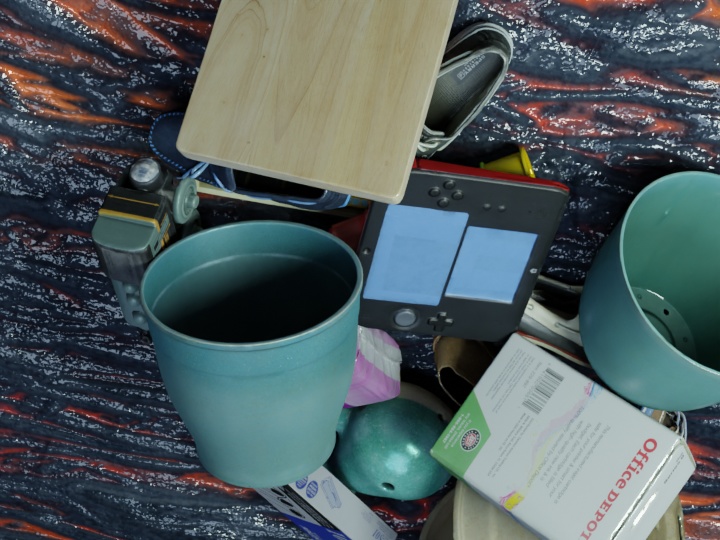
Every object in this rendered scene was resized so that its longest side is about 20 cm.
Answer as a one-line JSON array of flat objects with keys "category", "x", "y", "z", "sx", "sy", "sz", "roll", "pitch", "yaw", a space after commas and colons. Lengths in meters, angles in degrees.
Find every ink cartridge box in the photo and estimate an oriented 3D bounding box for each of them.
[{"category": "ink cartridge box", "x": -0.049, "y": 0.246, "z": 1.701, "sx": 0.093, "sy": 0.044, "sz": 0.200, "roll": 10, "pitch": 154, "yaw": 41}, {"category": "ink cartridge box", "x": 0.190, "y": 0.176, "z": 1.490, "sx": 0.199, "sy": 0.146, "sz": 0.088, "roll": 32, "pitch": 171, "yaw": 32}]

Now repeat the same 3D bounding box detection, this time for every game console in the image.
[{"category": "game console", "x": 0.082, "y": -0.014, "z": 1.454, "sx": 0.175, "sy": 0.031, "sz": 0.201, "roll": 10, "pitch": 133, "yaw": -7}]

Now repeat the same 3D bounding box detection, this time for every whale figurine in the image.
[{"category": "whale figurine", "x": 0.016, "y": 0.201, "z": 1.684, "sx": 0.159, "sy": 0.104, "sz": 0.199, "roll": 40, "pitch": 132, "yaw": -22}]

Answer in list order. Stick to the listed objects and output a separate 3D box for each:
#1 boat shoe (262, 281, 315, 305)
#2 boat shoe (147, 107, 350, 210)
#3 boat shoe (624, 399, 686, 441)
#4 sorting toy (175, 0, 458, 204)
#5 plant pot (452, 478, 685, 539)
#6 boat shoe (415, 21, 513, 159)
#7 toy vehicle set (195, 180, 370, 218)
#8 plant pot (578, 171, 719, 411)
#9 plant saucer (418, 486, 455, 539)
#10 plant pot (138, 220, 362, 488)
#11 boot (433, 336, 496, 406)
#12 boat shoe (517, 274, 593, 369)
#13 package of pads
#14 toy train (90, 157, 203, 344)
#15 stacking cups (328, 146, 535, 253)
[{"category": "boat shoe", "x": 0.000, "y": 0.000, "z": 1.552, "sx": 0.198, "sy": 0.075, "sz": 0.069, "roll": 2, "pitch": 97, "yaw": -1}, {"category": "boat shoe", "x": -0.103, "y": -0.107, "z": 1.424, "sx": 0.198, "sy": 0.069, "sz": 0.085, "roll": 12, "pitch": 99, "yaw": 16}, {"category": "boat shoe", "x": 0.295, "y": 0.163, "z": 1.634, "sx": 0.072, "sy": 0.073, "sz": 0.201, "roll": 10, "pitch": 139, "yaw": -5}, {"category": "sorting toy", "x": -0.030, "y": -0.164, "z": 1.357, "sx": 0.197, "sy": 0.202, "sz": 0.070, "roll": 13, "pitch": 166, "yaw": 14}, {"category": "plant pot", "x": 0.217, "y": 0.260, "z": 1.586, "sx": 0.182, "sy": 0.201, "sz": 0.201, "roll": -12, "pitch": 126, "yaw": 28}, {"category": "boat shoe", "x": 0.054, "y": -0.139, "z": 1.403, "sx": 0.072, "sy": 0.071, "sz": 0.200, "roll": 38, "pitch": 110, "yaw": -10}, {"category": "toy vehicle set", "x": -0.056, "y": -0.116, "z": 1.495, "sx": 0.198, "sy": 0.027, "sz": 0.125, "roll": 10, "pitch": 129, "yaw": 2}, {"category": "plant pot", "x": 0.291, "y": 0.036, "z": 1.454, "sx": 0.199, "sy": 0.202, "sz": 0.161, "roll": 23, "pitch": 149, "yaw": -9}, {"category": "plant saucer", "x": 0.156, "y": 0.319, "z": 1.717, "sx": 0.198, "sy": 0.202, "sz": 0.029, "roll": 15, "pitch": 163, "yaw": -2}, {"category": "plant pot", "x": -0.091, "y": 0.086, "z": 1.455, "sx": 0.198, "sy": 0.201, "sz": 0.189, "roll": 2, "pitch": 123, "yaw": 9}, {"category": "boot", "x": 0.143, "y": 0.142, "z": 1.635, "sx": 0.073, "sy": 0.076, "sz": 0.200, "roll": -34, "pitch": 117, "yaw": 28}, {"category": "boat shoe", "x": 0.209, "y": 0.045, "z": 1.552, "sx": 0.198, "sy": 0.071, "sz": 0.063, "roll": 17, "pitch": 127, "yaw": 2}, {"category": "package of pads", "x": -0.067, "y": 0.101, "z": 1.616, "sx": 0.198, "sy": 0.076, "sz": 0.120, "roll": -13, "pitch": 152, "yaw": 20}, {"category": "toy train", "x": -0.200, "y": -0.016, "z": 1.521, "sx": 0.084, "sy": 0.115, "sz": 0.201, "roll": 13, "pitch": 146, "yaw": 12}, {"category": "stacking cups", "x": 0.066, "y": -0.059, "z": 1.480, "sx": 0.198, "sy": 0.061, "sz": 0.061, "roll": -16, "pitch": 124, "yaw": 11}]
